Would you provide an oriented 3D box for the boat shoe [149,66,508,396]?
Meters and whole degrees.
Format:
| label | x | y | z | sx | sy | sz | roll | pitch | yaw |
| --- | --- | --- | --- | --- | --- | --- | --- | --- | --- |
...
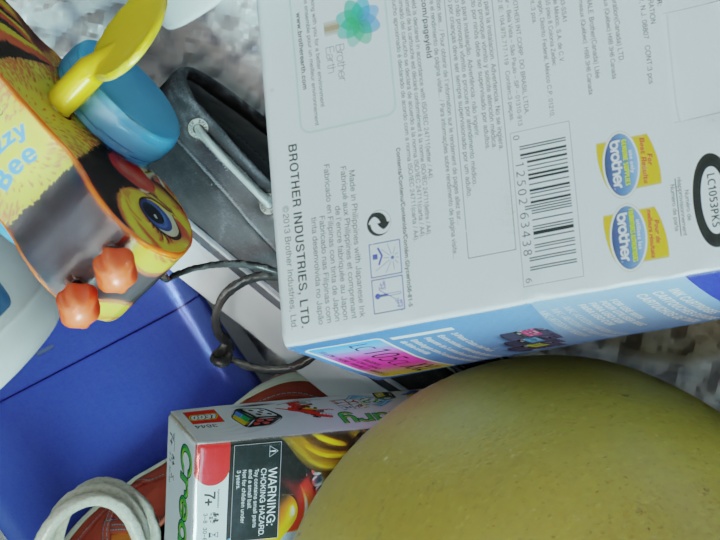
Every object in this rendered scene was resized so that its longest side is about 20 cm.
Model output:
| label | x | y | z | sx | sy | sz | roll | pitch | yaw |
| --- | --- | --- | --- | --- | --- | --- | --- | --- | --- |
| boat shoe | 0.000 | 0.000 | 0.925 | 0.200 | 0.072 | 0.068 | 37 | 111 | -4 |

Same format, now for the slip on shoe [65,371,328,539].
| label | x | y | z | sx | sy | sz | roll | pitch | yaw |
| --- | --- | --- | --- | --- | --- | --- | --- | --- | --- |
| slip on shoe | -0.068 | 0.113 | 0.962 | 0.074 | 0.061 | 0.200 | 40 | 120 | -11 |

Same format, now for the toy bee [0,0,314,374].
| label | x | y | z | sx | sy | sz | roll | pitch | yaw |
| --- | --- | --- | --- | --- | --- | --- | --- | --- | --- |
| toy bee | -0.091 | -0.032 | 0.826 | 0.200 | 0.109 | 0.131 | 23 | 110 | -4 |

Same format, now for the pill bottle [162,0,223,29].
| label | x | y | z | sx | sy | sz | roll | pitch | yaw |
| --- | --- | --- | --- | --- | --- | --- | --- | --- | --- |
| pill bottle | -0.096 | -0.181 | 0.833 | 0.109 | 0.109 | 0.200 | -33 | 104 | 23 |

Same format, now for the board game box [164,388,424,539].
| label | x | y | z | sx | sy | sz | roll | pitch | yaw |
| --- | --- | --- | --- | --- | --- | --- | --- | --- | --- |
| board game box | -0.008 | 0.142 | 0.897 | 0.126 | 0.035 | 0.200 | -4 | 109 | -22 |

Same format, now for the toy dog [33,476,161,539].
| label | x | y | z | sx | sy | sz | roll | pitch | yaw |
| --- | --- | --- | --- | --- | --- | --- | --- | --- | --- |
| toy dog | -0.121 | 0.159 | 0.925 | 0.132 | 0.096 | 0.200 | -32 | 120 | -17 |

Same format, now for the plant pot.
| label | x | y | z | sx | sy | sz | roll | pitch | yaw |
| --- | --- | --- | --- | --- | --- | --- | --- | --- | --- |
| plant pot | 0.087 | 0.129 | 0.808 | 0.200 | 0.142 | 0.200 | 0 | 90 | -19 |

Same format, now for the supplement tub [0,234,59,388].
| label | x | y | z | sx | sy | sz | roll | pitch | yaw |
| --- | --- | --- | --- | --- | --- | --- | --- | --- | --- |
| supplement tub | -0.217 | -0.028 | 0.910 | 0.145 | 0.145 | 0.200 | -28 | 106 | 22 |

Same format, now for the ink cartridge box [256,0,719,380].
| label | x | y | z | sx | sy | sz | roll | pitch | yaw |
| --- | --- | --- | --- | --- | --- | --- | --- | --- | --- |
| ink cartridge box | 0.072 | -0.048 | 0.824 | 0.200 | 0.076 | 0.137 | -11 | 76 | 27 |

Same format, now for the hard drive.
| label | x | y | z | sx | sy | sz | roll | pitch | yaw |
| --- | --- | --- | --- | --- | --- | --- | --- | --- | --- |
| hard drive | -0.071 | 0.099 | 1.007 | 0.132 | 0.025 | 0.200 | -27 | 107 | 21 |
